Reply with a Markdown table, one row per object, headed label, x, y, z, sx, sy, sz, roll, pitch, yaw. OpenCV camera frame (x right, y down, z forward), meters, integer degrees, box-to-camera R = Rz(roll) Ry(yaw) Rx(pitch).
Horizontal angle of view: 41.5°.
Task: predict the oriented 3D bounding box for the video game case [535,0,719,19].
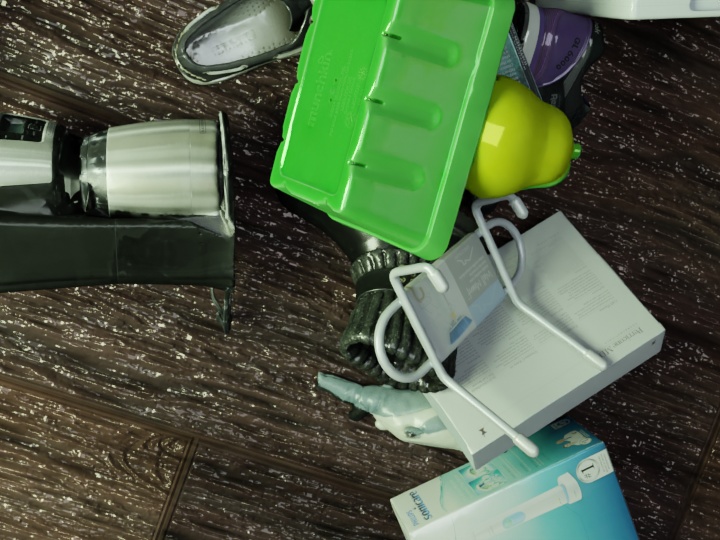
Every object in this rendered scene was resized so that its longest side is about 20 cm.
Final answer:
| label | x | y | z | sx | sy | sz | roll | pitch | yaw |
| --- | --- | --- | --- | --- | --- | --- | --- | --- | --- |
| video game case | 0.268 | -0.231 | 0.804 | 0.182 | 0.200 | 0.024 | -5 | 108 | -10 |

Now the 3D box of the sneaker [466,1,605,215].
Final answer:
| label | x | y | z | sx | sy | sz | roll | pitch | yaw |
| --- | --- | --- | --- | --- | --- | --- | --- | --- | --- |
| sneaker | 0.152 | -0.126 | 0.824 | 0.087 | 0.076 | 0.200 | 8 | 129 | -9 |

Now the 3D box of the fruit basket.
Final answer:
| label | x | y | z | sx | sy | sz | roll | pitch | yaw |
| --- | --- | --- | --- | --- | --- | --- | --- | --- | --- |
| fruit basket | 0.058 | -0.114 | 0.718 | 0.215 | 0.155 | 0.216 | -17 | 117 | -35 |

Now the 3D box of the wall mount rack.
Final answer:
| label | x | y | z | sx | sy | sz | roll | pitch | yaw |
| --- | --- | --- | --- | --- | --- | --- | --- | --- | --- |
| wall mount rack | 0.109 | 0.042 | 0.762 | 0.200 | 0.075 | 0.174 | -39 | 109 | -36 |

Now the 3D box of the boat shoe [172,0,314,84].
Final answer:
| label | x | y | z | sx | sy | sz | roll | pitch | yaw |
| --- | --- | --- | --- | --- | --- | --- | --- | --- | --- |
| boat shoe | -0.067 | -0.219 | 0.814 | 0.200 | 0.060 | 0.074 | -23 | 99 | -7 |

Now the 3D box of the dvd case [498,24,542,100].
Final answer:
| label | x | y | z | sx | sy | sz | roll | pitch | yaw |
| --- | --- | --- | --- | --- | --- | --- | --- | --- | --- |
| dvd case | 0.054 | -0.181 | 0.773 | 0.146 | 0.022 | 0.200 | -17 | 105 | 30 |

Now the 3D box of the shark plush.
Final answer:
| label | x | y | z | sx | sy | sz | roll | pitch | yaw |
| --- | --- | --- | --- | --- | --- | --- | --- | --- | --- |
| shark plush | 0.060 | 0.122 | 0.900 | 0.200 | 0.091 | 0.083 | 6 | 76 | 9 |

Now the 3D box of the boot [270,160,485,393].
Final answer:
| label | x | y | z | sx | sy | sz | roll | pitch | yaw |
| --- | --- | --- | --- | --- | --- | --- | --- | --- | --- |
| boot | 0.001 | -0.001 | 0.807 | 0.211 | 0.079 | 0.158 | 23 | 67 | -3 |

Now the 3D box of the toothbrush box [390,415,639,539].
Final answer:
| label | x | y | z | sx | sy | sz | roll | pitch | yaw |
| --- | --- | --- | --- | --- | --- | --- | --- | --- | --- |
| toothbrush box | 0.150 | 0.252 | 0.903 | 0.200 | 0.085 | 0.147 | -25 | 102 | -7 |

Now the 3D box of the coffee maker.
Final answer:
| label | x | y | z | sx | sy | sz | roll | pitch | yaw |
| --- | --- | --- | --- | --- | --- | --- | --- | --- | --- |
| coffee maker | -0.204 | -0.033 | 0.776 | 0.200 | 0.135 | 0.192 | -2 | 98 | -10 |

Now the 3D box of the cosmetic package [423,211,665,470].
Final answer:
| label | x | y | z | sx | sy | sz | roll | pitch | yaw |
| --- | --- | --- | --- | --- | --- | --- | --- | --- | --- |
| cosmetic package | 0.142 | 0.059 | 0.850 | 0.200 | 0.052 | 0.151 | -31 | 58 | -6 |
